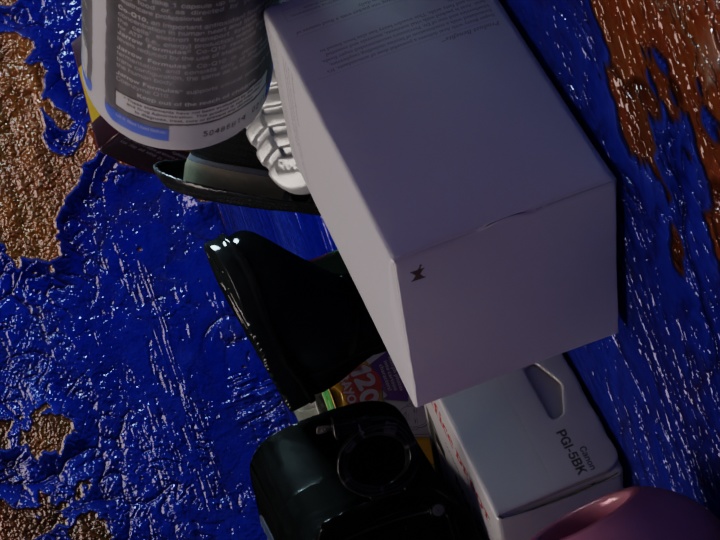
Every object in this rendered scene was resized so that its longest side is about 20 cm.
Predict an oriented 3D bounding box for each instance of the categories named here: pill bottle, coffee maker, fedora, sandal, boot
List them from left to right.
[{"bbox_3d":[-0.096,-0.168,1.045,0.200,0.113,0.114,103,147,-56],"label":"pill bottle"},{"bbox_3d":[-0.052,-0.139,1.170,0.050,0.082,0.204,3,-112,-52],"label":"sandal"},{"bbox_3d":[-0.039,-0.094,1.312,0.201,0.199,0.092,-140,55,-74],"label":"fedora"},{"bbox_3d":[0.000,0.000,1.211,0.077,0.167,0.200,58,176,28],"label":"boot"},{"bbox_3d":[0.008,0.155,1.211,0.200,0.134,0.194,-131,46,-70],"label":"coffee maker"}]

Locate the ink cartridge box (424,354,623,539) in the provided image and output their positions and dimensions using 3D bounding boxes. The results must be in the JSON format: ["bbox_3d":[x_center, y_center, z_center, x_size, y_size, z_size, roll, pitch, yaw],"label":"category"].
[{"bbox_3d":[0.102,0.141,1.204,0.201,0.082,0.147,79,169,-49],"label":"ink cartridge box"}]

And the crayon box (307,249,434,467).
[{"bbox_3d":[0.030,0.075,1.405,0.058,0.118,0.201,148,102,-82],"label":"crayon box"}]

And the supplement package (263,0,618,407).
[{"bbox_3d":[0.041,-0.053,1.011,0.120,0.120,0.201,80,168,-48],"label":"supplement package"}]

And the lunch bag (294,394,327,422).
[{"bbox_3d":[0.018,0.163,1.721,0.201,0.117,0.164,65,171,-2],"label":"lunch bag"}]

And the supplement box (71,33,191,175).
[{"bbox_3d":[-0.112,-0.173,1.423,0.085,0.200,0.111,21,-139,-47],"label":"supplement box"}]

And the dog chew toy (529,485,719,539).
[{"bbox_3d":[0.153,0.208,0.927,0.201,0.124,0.125,62,172,0],"label":"dog chew toy"}]
